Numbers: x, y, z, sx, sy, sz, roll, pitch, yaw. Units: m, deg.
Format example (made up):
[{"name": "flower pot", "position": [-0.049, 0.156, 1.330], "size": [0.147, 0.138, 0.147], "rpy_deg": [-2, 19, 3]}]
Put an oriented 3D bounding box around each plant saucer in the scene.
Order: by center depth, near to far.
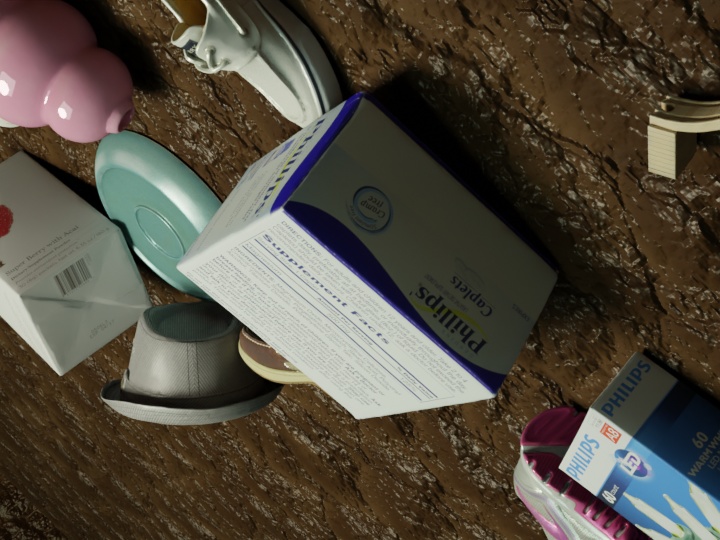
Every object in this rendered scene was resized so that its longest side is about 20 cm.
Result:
[{"name": "plant saucer", "position": [-0.180, -0.041, 1.149], "size": [0.200, 0.027, 0.200], "rpy_deg": [34, 152, 21]}]

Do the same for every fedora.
[{"name": "fedora", "position": [-0.161, 0.079, 1.185], "size": [0.200, 0.176, 0.091], "rpy_deg": [-96, 5, -80]}]

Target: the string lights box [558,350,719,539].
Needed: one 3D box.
[{"name": "string lights box", "position": [0.235, 0.151, 0.803], "size": [0.200, 0.059, 0.103], "rpy_deg": [36, 153, 17]}]

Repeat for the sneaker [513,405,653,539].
[{"name": "sneaker", "position": [0.191, 0.190, 0.908], "size": [0.200, 0.081, 0.088], "rpy_deg": [47, 155, 14]}]

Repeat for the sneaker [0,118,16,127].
[{"name": "sneaker", "position": [-0.348, -0.215, 1.101], "size": [0.081, 0.075, 0.200], "rpy_deg": [-1, 129, 43]}]

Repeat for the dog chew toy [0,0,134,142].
[{"name": "dog chew toy", "position": [-0.270, -0.173, 0.997], "size": [0.200, 0.125, 0.125], "rpy_deg": [33, 152, 6]}]

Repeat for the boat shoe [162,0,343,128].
[{"name": "boat shoe", "position": [-0.093, -0.161, 0.810], "size": [0.200, 0.070, 0.071], "rpy_deg": [52, 153, -19]}]

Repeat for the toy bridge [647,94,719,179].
[{"name": "toy bridge", "position": [0.227, -0.048, 0.573], "size": [0.200, 0.027, 0.067], "rpy_deg": [25, 146, 34]}]

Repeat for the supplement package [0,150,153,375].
[{"name": "supplement package", "position": [-0.327, -0.012, 1.262], "size": [0.200, 0.121, 0.120], "rpy_deg": [34, 152, 38]}]

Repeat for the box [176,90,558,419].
[{"name": "box", "position": [0.000, 0.000, 0.844], "size": [0.184, 0.105, 0.200], "rpy_deg": [41, 155, -15]}]

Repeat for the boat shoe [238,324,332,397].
[{"name": "boat shoe", "position": [-0.038, 0.058, 1.058], "size": [0.200, 0.072, 0.072], "rpy_deg": [17, 121, 51]}]
